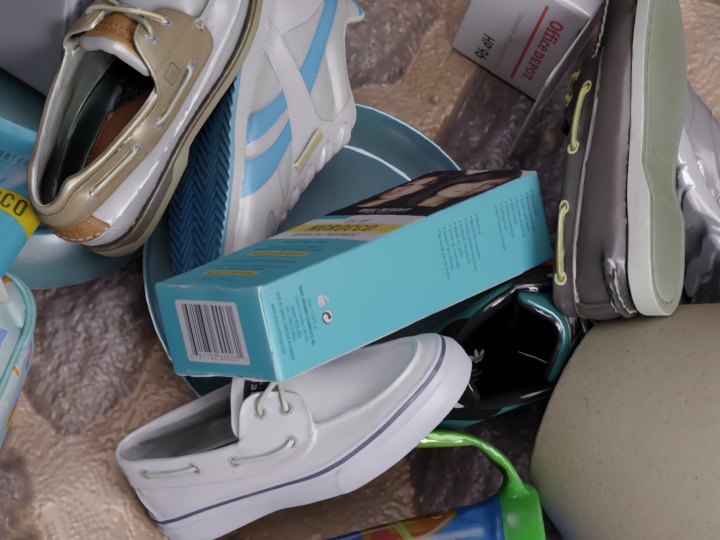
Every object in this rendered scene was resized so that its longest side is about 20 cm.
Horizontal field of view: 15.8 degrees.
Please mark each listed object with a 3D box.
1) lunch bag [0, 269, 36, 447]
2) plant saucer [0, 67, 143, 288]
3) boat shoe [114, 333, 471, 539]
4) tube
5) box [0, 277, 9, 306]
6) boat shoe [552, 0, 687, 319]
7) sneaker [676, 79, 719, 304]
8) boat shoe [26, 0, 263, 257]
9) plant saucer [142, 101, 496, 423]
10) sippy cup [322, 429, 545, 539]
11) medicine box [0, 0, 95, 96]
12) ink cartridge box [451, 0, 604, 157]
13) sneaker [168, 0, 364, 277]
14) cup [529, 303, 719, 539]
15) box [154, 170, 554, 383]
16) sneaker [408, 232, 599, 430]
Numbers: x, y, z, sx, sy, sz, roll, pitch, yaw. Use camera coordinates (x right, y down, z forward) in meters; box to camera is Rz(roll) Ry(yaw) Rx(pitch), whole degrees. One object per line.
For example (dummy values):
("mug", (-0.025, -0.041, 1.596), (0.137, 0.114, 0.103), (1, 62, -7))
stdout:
("lunch bag", (-0.262, 0.074, 1.304), (0.159, 0.077, 0.201), (21, 64, -1))
("plant saucer", (-0.179, -0.090, 1.404), (0.199, 0.027, 0.202), (3, 71, -9))
("boat shoe", (-0.040, 0.076, 1.284), (0.067, 0.199, 0.074), (46, 28, -25))
("tube", (-0.209, -0.002, 1.285), (0.077, 0.050, 0.201), (26, 52, -3))
("box", (-0.251, -0.046, 1.243), (0.077, 0.095, 0.200), (-31, 41, -11))
("boat shoe", (0.131, -0.072, 1.326), (0.060, 0.072, 0.203), (-6, 65, 26))
("sneaker", (0.199, -0.040, 1.433), (0.082, 0.075, 0.201), (-23, 82, -30))
("boat shoe", (-0.107, -0.108, 1.297), (0.074, 0.068, 0.201), (16, 85, 28))
("plant saucer", (-0.020, 0.005, 1.389), (0.199, 0.027, 0.202), (4, 70, -12))
("sippy cup", (0.030, 0.181, 1.293), (0.129, 0.140, 0.179), (-6, 53, 1))
("medicine box", (-0.174, -0.222, 1.383), (0.182, 0.103, 0.200), (31, 56, 10))
("ink cartridge box", (0.115, -0.174, 1.432), (0.068, 0.116, 0.201), (32, 68, 4))
("sneaker", (-0.047, -0.066, 1.352), (0.080, 0.076, 0.201), (17, 75, -26))
("cup", (0.171, 0.096, 1.319), (0.143, 0.201, 0.201), (24, 68, 19))
("box", (0.000, 0.000, 1.298), (0.199, 0.082, 0.049), (-24, 107, -41))
("sneaker", (0.100, 0.029, 1.356), (0.200, 0.080, 0.072), (-33, 99, -33))
